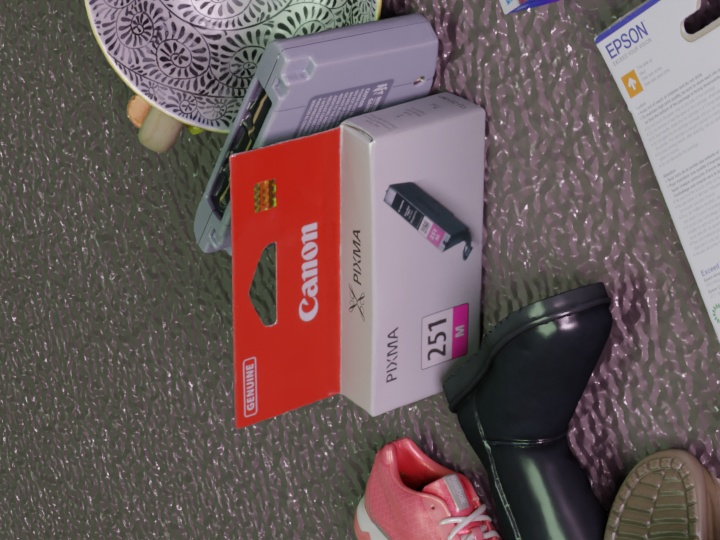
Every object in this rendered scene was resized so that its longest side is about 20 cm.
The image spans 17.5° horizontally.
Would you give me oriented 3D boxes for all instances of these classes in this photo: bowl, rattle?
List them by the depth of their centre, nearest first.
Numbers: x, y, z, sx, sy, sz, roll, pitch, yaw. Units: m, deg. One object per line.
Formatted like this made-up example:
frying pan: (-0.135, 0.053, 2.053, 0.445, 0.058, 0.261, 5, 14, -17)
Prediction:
bowl: (-0.080, -0.201, 1.571, 0.094, 0.199, 0.202, -73, -16, -65)
rattle: (-0.094, -0.121, 1.723, 0.200, 0.142, 0.131, 128, 152, -69)

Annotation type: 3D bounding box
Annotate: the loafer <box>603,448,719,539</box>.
loafer: (0.194, 0.208, 1.416, 0.076, 0.067, 0.201, 2, 91, 42)

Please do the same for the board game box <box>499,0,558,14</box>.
board game box: (0.100, -0.267, 1.347, 0.134, 0.045, 0.201, -27, 82, 57)

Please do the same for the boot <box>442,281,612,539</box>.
boot: (0.129, 0.114, 1.455, 0.169, 0.076, 0.200, 67, 154, 15)

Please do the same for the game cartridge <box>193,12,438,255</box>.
game cartridge: (-0.026, -0.090, 1.538, 0.041, 0.133, 0.200, 62, 146, 27)

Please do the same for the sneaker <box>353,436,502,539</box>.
sneaker: (0.063, 0.187, 1.595, 0.200, 0.073, 0.087, 39, 133, 41)

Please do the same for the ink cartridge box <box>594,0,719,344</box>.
ink cartridge box: (0.228, -0.075, 1.252, 0.199, 0.040, 0.201, -31, 79, 57)

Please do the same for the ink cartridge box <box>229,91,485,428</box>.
ink cartridge box: (0.000, 0.000, 1.506, 0.043, 0.173, 0.201, 30, 129, 46)
